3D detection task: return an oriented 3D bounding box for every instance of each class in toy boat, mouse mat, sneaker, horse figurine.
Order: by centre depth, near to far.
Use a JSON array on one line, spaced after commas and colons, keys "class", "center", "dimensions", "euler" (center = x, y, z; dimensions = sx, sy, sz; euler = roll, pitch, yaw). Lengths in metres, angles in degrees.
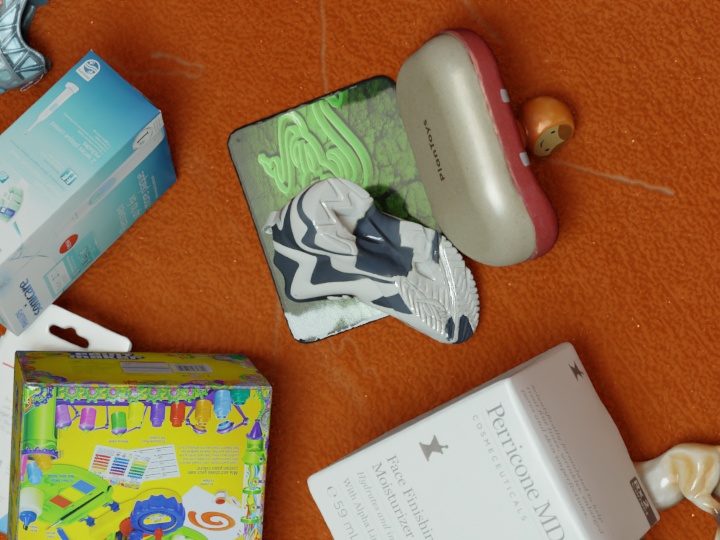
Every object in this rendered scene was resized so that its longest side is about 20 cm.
[{"class": "horse figurine", "center": [0.256, 0.193, 1.390], "dimensions": [0.199, 0.050, 0.134], "euler": [-21, 69, 25]}, {"class": "toy boat", "center": [0.120, -0.107, 1.398], "dimensions": [0.130, 0.130, 0.202], "euler": [-17, 88, -20]}, {"class": "sneaker", "center": [0.000, 0.000, 1.429], "dimensions": [0.198, 0.129, 0.080], "euler": [30, 68, -29]}, {"class": "mouse mat", "center": [-0.015, -0.052, 1.465], "dimensions": [0.160, 0.008, 0.201], "euler": [-20, 87, 9]}, {"class": "sneaker", "center": [-0.316, -0.257, 1.486], "dimensions": [0.095, 0.079, 0.202], "euler": [-7, 98, 0]}]

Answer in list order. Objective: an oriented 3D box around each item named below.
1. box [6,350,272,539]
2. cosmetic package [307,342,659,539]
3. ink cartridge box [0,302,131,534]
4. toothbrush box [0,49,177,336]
[{"class": "box", "center": [-0.187, 0.173, 1.392], "dimensions": [0.198, 0.122, 0.194], "euler": [3, 99, -16]}, {"class": "cosmetic package", "center": [0.100, 0.182, 1.345], "dimensions": [0.199, 0.165, 0.166], "euler": [-30, 85, 26]}, {"class": "ink cartridge box", "center": [-0.275, 0.130, 1.480], "dimensions": [0.115, 0.067, 0.201], "euler": [23, 94, 8]}, {"class": "toothbrush box", "center": [-0.255, -0.061, 1.400], "dimensions": [0.085, 0.147, 0.200], "euler": [41, 74, 13]}]
